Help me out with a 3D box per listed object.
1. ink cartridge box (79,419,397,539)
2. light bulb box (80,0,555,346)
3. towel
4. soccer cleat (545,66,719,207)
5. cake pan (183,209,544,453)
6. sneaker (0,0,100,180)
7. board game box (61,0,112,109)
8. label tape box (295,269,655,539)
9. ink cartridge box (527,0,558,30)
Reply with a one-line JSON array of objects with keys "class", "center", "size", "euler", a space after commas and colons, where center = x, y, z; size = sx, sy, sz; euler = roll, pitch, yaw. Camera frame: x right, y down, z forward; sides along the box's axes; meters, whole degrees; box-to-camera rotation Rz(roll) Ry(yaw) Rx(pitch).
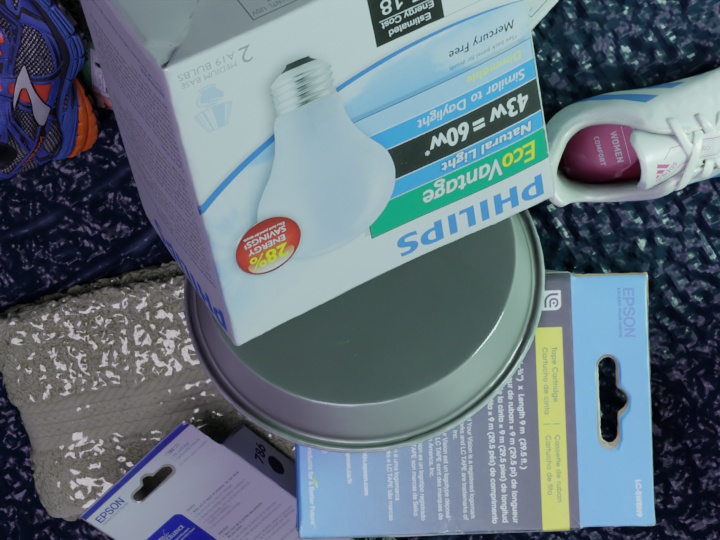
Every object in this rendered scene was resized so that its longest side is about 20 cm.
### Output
[{"class": "ink cartridge box", "center": [-0.057, 0.160, 1.741], "size": [0.200, 0.039, 0.099], "euler": [39, 117, -22]}, {"class": "light bulb box", "center": [-0.021, -0.101, 1.521], "size": [0.198, 0.125, 0.200], "euler": [-26, 137, -11]}, {"class": "towel", "center": [-0.115, 0.068, 1.746], "size": [0.199, 0.036, 0.149], "euler": [-12, 107, 17]}, {"class": "soccer cleat", "center": [0.188, -0.072, 1.591], "size": [0.199, 0.086, 0.070], "euler": [-15, 107, 18]}, {"class": "cake pan", "center": [0.000, 0.000, 1.620], "size": [0.200, 0.201, 0.037], "euler": [8, 156, 10]}, {"class": "sneaker", "center": [-0.194, -0.108, 1.615], "size": [0.075, 0.078, 0.200], "euler": [45, 162, 27]}, {"class": "board game box", "center": [-0.117, -0.155, 1.595], "size": [0.134, 0.029, 0.200], "euler": [13, 144, 26]}, {"class": "label tape box", "center": [0.062, 0.073, 1.666], "size": [0.199, 0.063, 0.145], "euler": [-2, 93, 4]}, {"class": "ink cartridge box", "center": [0.057, -0.234, 1.582], "size": [0.200, 0.045, 0.176], "euler": [42, 128, -4]}]
